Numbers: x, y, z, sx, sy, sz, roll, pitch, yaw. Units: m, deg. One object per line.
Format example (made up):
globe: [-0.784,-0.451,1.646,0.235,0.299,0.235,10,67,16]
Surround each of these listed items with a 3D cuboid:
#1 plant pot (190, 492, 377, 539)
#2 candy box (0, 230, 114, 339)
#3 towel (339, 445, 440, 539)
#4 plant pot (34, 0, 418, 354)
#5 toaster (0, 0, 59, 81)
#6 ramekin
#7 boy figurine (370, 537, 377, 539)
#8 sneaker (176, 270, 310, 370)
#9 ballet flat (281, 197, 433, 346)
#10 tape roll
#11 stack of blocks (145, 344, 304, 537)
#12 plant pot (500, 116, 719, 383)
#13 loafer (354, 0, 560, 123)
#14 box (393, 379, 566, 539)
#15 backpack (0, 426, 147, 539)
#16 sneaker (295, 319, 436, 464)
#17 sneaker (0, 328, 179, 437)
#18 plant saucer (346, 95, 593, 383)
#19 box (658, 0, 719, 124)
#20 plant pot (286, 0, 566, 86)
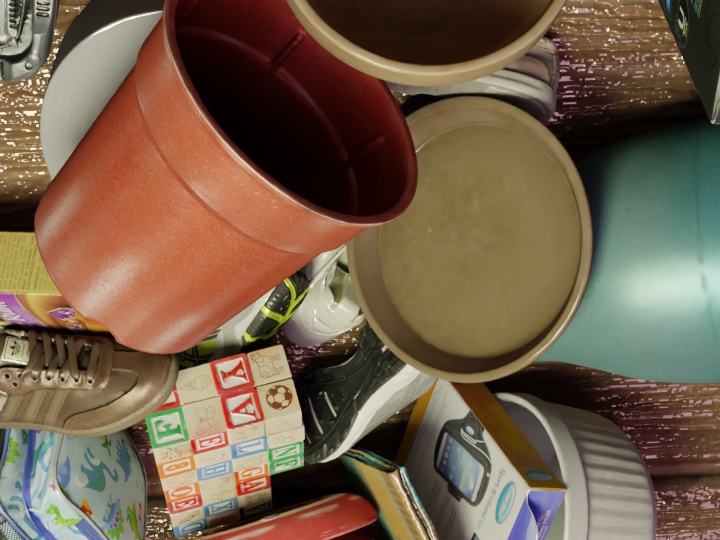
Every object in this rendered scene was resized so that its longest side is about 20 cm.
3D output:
plant pot: [-0.053,0.287,1.309,0.199,0.200,0.184,-19,83,11]
candy box: [-0.251,0.020,1.207,0.199,0.057,0.117,2,153,8]
towel: [0.039,0.210,1.292,0.022,0.200,0.147,-28,95,-11]
plant pot: [-0.101,-0.058,1.048,0.200,0.201,0.195,34,125,-23]
toaster: [-0.245,-0.214,1.039,0.113,0.129,0.201,3,124,-3]
ramekin: [0.151,0.202,1.309,0.105,0.201,0.201,8,127,-28]
boy figurine: [-0.062,0.295,1.445,0.199,0.065,0.125,-28,122,16]
sneaker: [-0.112,0.044,1.274,0.076,0.075,0.200,47,127,12]
ballet flat: [0.000,0.000,1.238,0.069,0.070,0.200,31,119,-21]
tape roll: [-0.127,-0.110,1.156,0.199,0.066,0.201,-2,125,-2]
stack of blocks: [-0.106,0.139,1.278,0.114,0.059,0.200,-14,153,-9]
plant pot: [0.207,-0.009,1.174,0.187,0.201,0.201,-6,127,22]
loafer: [0.048,-0.161,1.139,0.199,0.063,0.072,19,156,-11]
box: [0.093,0.175,1.273,0.041,0.200,0.120,5,118,-30]
backpack: [-0.253,0.190,1.292,0.146,0.184,0.201,-16,131,10]
sneaker: [0.014,0.094,1.303,0.079,0.074,0.200,8,139,-43]
sneaker: [-0.233,0.078,1.182,0.199,0.071,0.076,-9,146,22]
plant saucer: [0.078,-0.022,1.138,0.200,0.200,0.029,-45,158,26]
box: [0.282,-0.193,1.030,0.148,0.200,0.125,1,124,-3]
plant pot: [0.038,-0.207,1.052,0.200,0.202,0.093,5,166,-5]
